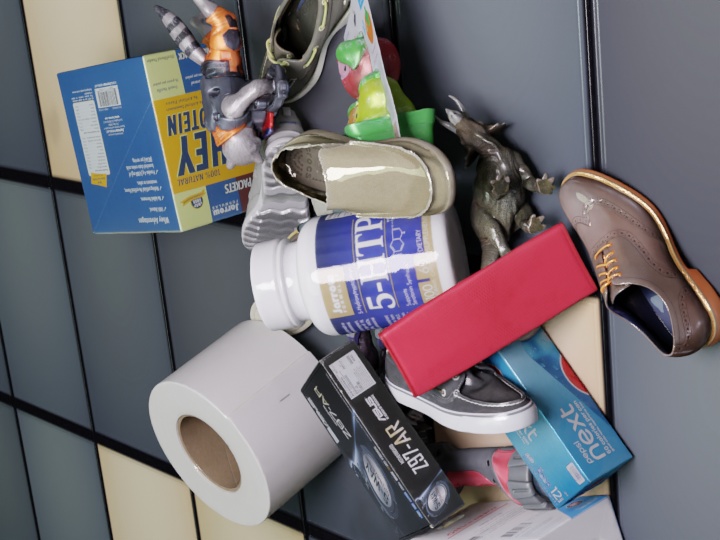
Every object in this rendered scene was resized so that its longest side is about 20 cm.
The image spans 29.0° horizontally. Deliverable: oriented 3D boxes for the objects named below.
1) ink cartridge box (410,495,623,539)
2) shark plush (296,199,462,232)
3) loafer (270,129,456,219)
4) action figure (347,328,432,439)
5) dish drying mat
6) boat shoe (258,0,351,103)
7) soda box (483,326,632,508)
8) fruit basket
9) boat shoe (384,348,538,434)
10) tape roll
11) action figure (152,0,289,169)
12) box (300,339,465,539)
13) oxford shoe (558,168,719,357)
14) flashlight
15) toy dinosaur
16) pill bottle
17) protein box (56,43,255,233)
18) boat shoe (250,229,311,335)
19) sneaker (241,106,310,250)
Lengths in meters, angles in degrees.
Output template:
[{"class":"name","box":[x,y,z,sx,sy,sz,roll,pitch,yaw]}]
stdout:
[{"class":"ink cartridge box","box":[0.153,0.282,1.405,0.200,0.116,0.067,-16,95,51]},{"class":"shark plush","box":[0.015,-0.061,1.464,0.200,0.091,0.084,11,84,51]},{"class":"loafer","box":[-0.002,-0.082,1.254,0.200,0.068,0.076,11,117,41]},{"class":"action figure","box":[0.019,0.113,1.529,0.130,0.069,0.201,10,116,42]},{"class":"dish drying mat","box":[0.118,0.037,1.290,0.077,0.200,0.018,60,176,-13]},{"class":"boat shoe","box":[-0.067,-0.248,1.480,0.072,0.060,0.202,57,139,16]},{"class":"soda box","box":[0.171,0.124,1.354,0.200,0.068,0.064,57,141,16]},{"class":"fruit basket","box":[0.008,-0.165,1.363,0.185,0.093,0.201,117,134,-79]},{"class":"boat shoe","box":[0.090,0.102,1.337,0.200,0.070,0.067,17,122,56]},{"class":"tape roll","box":[-0.131,0.178,1.640,0.202,0.139,0.203,29,138,30]},{"class":"action figure","box":[-0.151,-0.199,1.502,0.200,0.104,0.194,139,116,-68]},{"class":"box","box":[0.019,0.180,1.444,0.200,0.043,0.160,56,163,7]},{"class":"oxford shoe","box":[0.234,-0.009,1.220,0.200,0.073,0.071,51,138,23]},{"class":"flashlight","box":[0.130,0.215,1.447,0.068,0.068,0.200,39,151,-23]},{"class":"toy dinosaur","box":[0.134,-0.065,1.328,0.102,0.077,0.201,-127,23,-62]},{"class":"pill bottle","box":[0.000,0.000,1.368,0.199,0.120,0.120,-11,99,13]},{"class":"protein box","box":[-0.235,-0.156,1.654,0.198,0.135,0.201,0,106,49]},{"class":"boat shoe","box":[-0.077,0.014,1.602,0.200,0.072,0.060,121,164,-59]},{"class":"sneaker","box":[-0.088,-0.097,1.580,0.200,0.074,0.082,111,163,-47]}]
